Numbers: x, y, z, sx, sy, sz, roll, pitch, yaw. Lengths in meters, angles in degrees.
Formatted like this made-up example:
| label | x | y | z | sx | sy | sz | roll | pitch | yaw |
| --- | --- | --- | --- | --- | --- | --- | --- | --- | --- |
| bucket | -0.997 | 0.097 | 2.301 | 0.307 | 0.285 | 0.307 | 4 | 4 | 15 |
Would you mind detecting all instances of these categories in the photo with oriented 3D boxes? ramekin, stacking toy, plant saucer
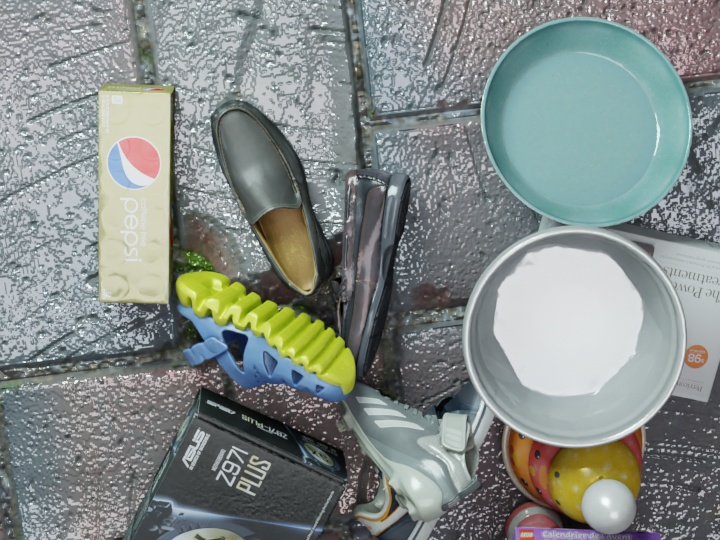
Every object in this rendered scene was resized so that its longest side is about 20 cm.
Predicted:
| label | x | y | z | sx | sy | sz | roll | pitch | yaw |
| --- | --- | --- | --- | --- | --- | --- | --- | --- | --- |
| ramekin | 0.193 | 0.055 | 1.380 | 0.200 | 0.105 | 0.200 | 1 | 98 | 4 |
| stacking toy | 0.219 | 0.190 | 1.422 | 0.146 | 0.200 | 0.146 | -1 | 103 | -4 |
| plant saucer | 0.208 | -0.135 | 1.401 | 0.200 | 0.036 | 0.200 | 1 | 81 | -5 |

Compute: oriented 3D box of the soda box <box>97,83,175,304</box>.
| label | x | y | z | sx | sy | sz | roll | pitch | yaw |
| --- | --- | --- | --- | --- | --- | --- | --- | --- | --- |
| soda box | -0.209 | -0.071 | 1.400 | 0.068 | 0.064 | 0.200 | 1 | 103 | -4 |

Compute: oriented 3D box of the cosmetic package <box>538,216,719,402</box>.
| label | x | y | z | sx | sy | sz | roll | pitch | yaw |
| --- | --- | --- | --- | --- | --- | --- | --- | --- | --- |
| cosmetic package | 0.259 | 0.034 | 1.464 | 0.200 | 0.052 | 0.151 | 11 | 105 | -6 |

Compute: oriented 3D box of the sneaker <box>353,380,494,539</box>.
| label | x | y | z | sx | sy | sz | roll | pitch | yaw |
| --- | --- | --- | --- | --- | --- | --- | --- | --- | --- |
| sneaker | 0.064 | 0.180 | 1.473 | 0.079 | 0.078 | 0.200 | 28 | 97 | -6 |

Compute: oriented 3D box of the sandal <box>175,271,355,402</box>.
| label | x | y | z | sx | sy | sz | roll | pitch | yaw |
| --- | --- | --- | --- | --- | --- | --- | --- | --- | --- |
| sandal | -0.093 | 0.076 | 1.420 | 0.200 | 0.079 | 0.087 | 27 | 114 | 23 |

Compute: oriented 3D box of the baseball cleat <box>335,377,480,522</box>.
| label | x | y | z | sx | sy | sz | roll | pitch | yaw |
| --- | --- | --- | --- | --- | --- | --- | --- | --- | --- |
| baseball cleat | 0.046 | 0.152 | 1.424 | 0.106 | 0.200 | 0.070 | -31 | 140 | -8 |

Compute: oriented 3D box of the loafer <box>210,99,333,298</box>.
| label | x | y | z | sx | sy | sz | roll | pitch | yaw |
| --- | --- | --- | --- | --- | --- | --- | --- | --- | --- |
| loafer | -0.080 | -0.066 | 1.405 | 0.073 | 0.072 | 0.200 | -28 | 103 | 4 |

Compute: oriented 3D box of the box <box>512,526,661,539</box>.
| label | x | y | z | sx | sy | sz | roll | pitch | yaw |
| --- | --- | --- | --- | --- | --- | --- | --- | --- | --- |
| box | 0.206 | 0.324 | 1.437 | 0.137 | 0.039 | 0.200 | 2 | 131 | -1 |

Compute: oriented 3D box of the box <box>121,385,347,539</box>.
| label | x | y | z | sx | sy | sz | roll | pitch | yaw |
| --- | --- | --- | --- | --- | --- | --- | --- | --- | --- |
| box | -0.129 | 0.242 | 1.470 | 0.164 | 0.086 | 0.200 | 27 | 101 | -9 |

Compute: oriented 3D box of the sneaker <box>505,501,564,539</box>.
| label | x | y | z | sx | sy | sz | roll | pitch | yaw |
| --- | --- | --- | --- | --- | --- | --- | --- | --- | --- |
| sneaker | 0.201 | 0.336 | 1.515 | 0.074 | 0.087 | 0.200 | -24 | 104 | 3 |

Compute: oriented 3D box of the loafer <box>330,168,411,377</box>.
| label | x | y | z | sx | sy | sz | roll | pitch | yaw |
| --- | --- | --- | --- | --- | --- | --- | --- | --- | --- |
| loafer | 0.000 | 0.000 | 1.436 | 0.063 | 0.072 | 0.200 | 14 | 99 | 10 |
